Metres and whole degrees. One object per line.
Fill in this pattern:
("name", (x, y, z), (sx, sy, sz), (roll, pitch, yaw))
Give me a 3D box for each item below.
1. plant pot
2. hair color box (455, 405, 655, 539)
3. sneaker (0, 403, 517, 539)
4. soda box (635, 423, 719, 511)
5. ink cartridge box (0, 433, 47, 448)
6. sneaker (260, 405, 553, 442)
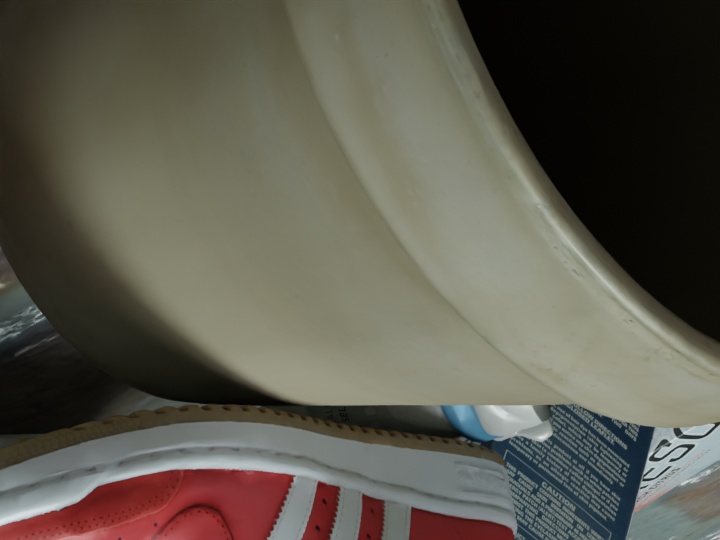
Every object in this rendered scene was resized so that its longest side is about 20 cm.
("plant pot", (0.010, -0.048, 0.637), (0.173, 0.200, 0.200), (-20, 167, 38))
("hair color box", (0.043, 0.072, 0.945), (0.100, 0.061, 0.200), (-42, -165, 36))
("sneaker", (-0.020, 0.096, 0.657), (0.071, 0.113, 0.200), (-24, 160, 35))
("soda box", (0.118, 0.041, 1.102), (0.200, 0.068, 0.064), (-36, 157, 28))
("ink cartridge box", (-0.123, 0.115, 0.686), (0.129, 0.125, 0.200), (-24, 164, 37))
("sneaker", (0.000, 0.000, 0.795), (0.087, 0.075, 0.200), (-15, -166, 4))
